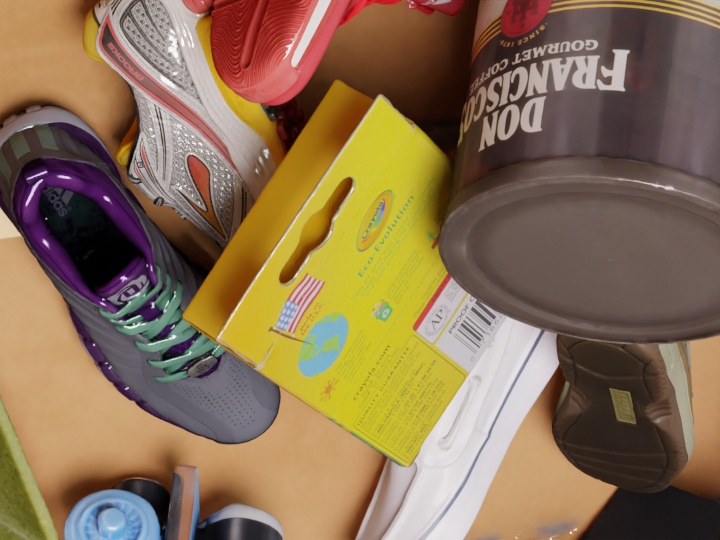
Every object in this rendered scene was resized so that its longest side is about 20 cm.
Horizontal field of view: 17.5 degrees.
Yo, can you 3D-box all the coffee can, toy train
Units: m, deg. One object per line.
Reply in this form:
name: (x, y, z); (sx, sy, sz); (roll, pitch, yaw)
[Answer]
coffee can: (0.119, -0.089, 1.018); (0.146, 0.146, 0.201); (23, 60, -24)
toy train: (-0.088, 0.186, 1.084); (0.113, 0.201, 0.087); (5, 141, -1)

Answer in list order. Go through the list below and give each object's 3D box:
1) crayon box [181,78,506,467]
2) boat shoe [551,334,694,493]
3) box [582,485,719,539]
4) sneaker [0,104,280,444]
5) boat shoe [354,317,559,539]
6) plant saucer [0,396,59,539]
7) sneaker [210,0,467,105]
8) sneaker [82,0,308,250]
crayon box: (0.000, 0.000, 1.045); (0.127, 0.051, 0.200); (-56, 149, -4)
boat shoe: (0.137, 0.044, 1.145); (0.071, 0.200, 0.077); (14, 65, 10)
box: (0.219, 0.204, 1.214); (0.200, 0.141, 0.079); (43, 76, -26)
sneaker: (-0.104, 0.019, 1.074); (0.074, 0.088, 0.200); (-38, 114, 3)
boat shoe: (0.039, 0.068, 1.158); (0.065, 0.074, 0.201); (31, 84, -21)
plant saucer: (-0.264, 0.079, 1.061); (0.199, 0.048, 0.201); (-23, 113, -12)
sneaker: (0.012, -0.132, 1.035); (0.115, 0.078, 0.201); (42, 54, -32)
sneaker: (-0.066, -0.053, 1.085); (0.082, 0.078, 0.201); (-15, 118, 14)
